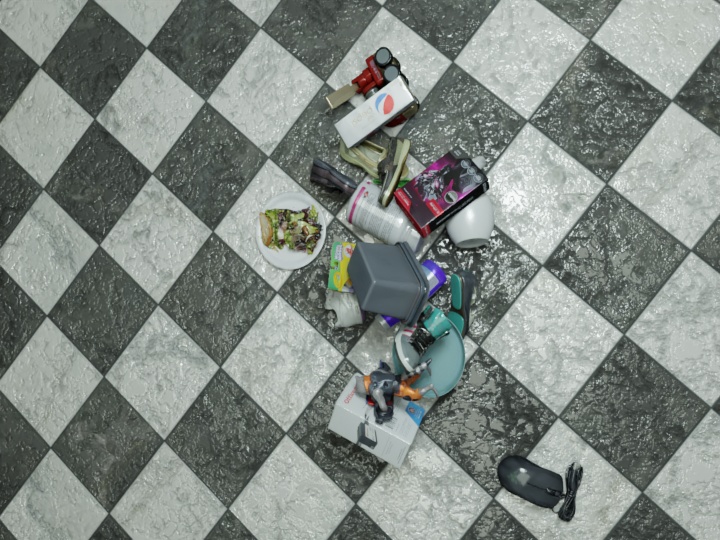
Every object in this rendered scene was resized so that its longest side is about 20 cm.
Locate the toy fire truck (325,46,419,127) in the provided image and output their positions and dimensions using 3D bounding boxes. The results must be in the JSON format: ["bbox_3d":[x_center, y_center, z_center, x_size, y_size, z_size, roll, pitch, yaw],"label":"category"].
[{"bbox_3d":[0.027,-0.443,1.517,0.197,0.128,0.180,-29,82,18],"label":"toy fire truck"}]

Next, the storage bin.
[{"bbox_3d":[0.050,0.026,1.357,0.130,0.202,0.149,10,122,-23],"label":"storage bin"}]

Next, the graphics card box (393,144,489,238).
[{"bbox_3d":[0.189,-0.185,1.389,0.197,0.051,0.127,-35,61,-1],"label":"graphics card box"}]

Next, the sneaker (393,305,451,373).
[{"bbox_3d":[0.149,0.147,1.354,0.119,0.201,0.084,-33,105,22],"label":"sneaker"}]

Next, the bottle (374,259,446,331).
[{"bbox_3d":[0.120,0.063,1.459,0.199,0.083,0.066,-43,110,-4],"label":"bottle"}]

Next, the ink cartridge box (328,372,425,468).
[{"bbox_3d":[0.040,0.355,1.423,0.196,0.145,0.086,26,118,10],"label":"ink cartridge box"}]

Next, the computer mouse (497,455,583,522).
[{"bbox_3d":[0.421,0.500,1.400,0.194,0.053,0.143,15,89,11],"label":"computer mouse"}]

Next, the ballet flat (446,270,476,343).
[{"bbox_3d":[0.249,0.095,1.443,0.070,0.073,0.207,5,113,10],"label":"ballet flat"}]

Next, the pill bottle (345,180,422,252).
[{"bbox_3d":[0.070,-0.129,1.480,0.196,0.113,0.116,30,91,11],"label":"pill bottle"}]

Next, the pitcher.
[{"bbox_3d":[0.237,-0.162,1.452,0.165,0.121,0.207,-7,76,8],"label":"pitcher"}]

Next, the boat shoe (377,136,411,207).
[{"bbox_3d":[0.069,-0.241,1.441,0.063,0.074,0.204,19,57,3],"label":"boat shoe"}]

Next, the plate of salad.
[{"bbox_3d":[-0.186,-0.107,1.557,0.193,0.048,0.208,-1,85,10],"label":"plate of salad"}]

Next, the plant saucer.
[{"bbox_3d":[0.169,0.204,1.454,0.195,0.027,0.208,-2,87,30],"label":"plant saucer"}]

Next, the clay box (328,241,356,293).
[{"bbox_3d":[0.000,0.000,1.454,0.195,0.047,0.119,10,85,-34],"label":"clay box"}]

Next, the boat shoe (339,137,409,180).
[{"bbox_3d":[0.035,-0.293,1.513,0.197,0.064,0.074,30,58,15],"label":"boat shoe"}]

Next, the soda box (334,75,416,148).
[{"bbox_3d":[0.037,-0.382,1.442,0.197,0.064,0.069,-33,93,15],"label":"soda box"}]

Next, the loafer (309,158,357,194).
[{"bbox_3d":[-0.071,-0.223,1.501,0.200,0.071,0.064,43,110,50],"label":"loafer"}]

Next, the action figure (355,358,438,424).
[{"bbox_3d":[0.077,0.250,1.398,0.187,0.202,0.107,-9,122,0],"label":"action figure"}]

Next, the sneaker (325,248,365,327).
[{"bbox_3d":[-0.055,0.045,1.507,0.097,0.075,0.206,-17,83,7],"label":"sneaker"}]

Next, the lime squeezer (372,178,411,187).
[{"bbox_3d":[0.123,-0.201,1.490,0.198,0.069,0.039,36,122,35],"label":"lime squeezer"}]
